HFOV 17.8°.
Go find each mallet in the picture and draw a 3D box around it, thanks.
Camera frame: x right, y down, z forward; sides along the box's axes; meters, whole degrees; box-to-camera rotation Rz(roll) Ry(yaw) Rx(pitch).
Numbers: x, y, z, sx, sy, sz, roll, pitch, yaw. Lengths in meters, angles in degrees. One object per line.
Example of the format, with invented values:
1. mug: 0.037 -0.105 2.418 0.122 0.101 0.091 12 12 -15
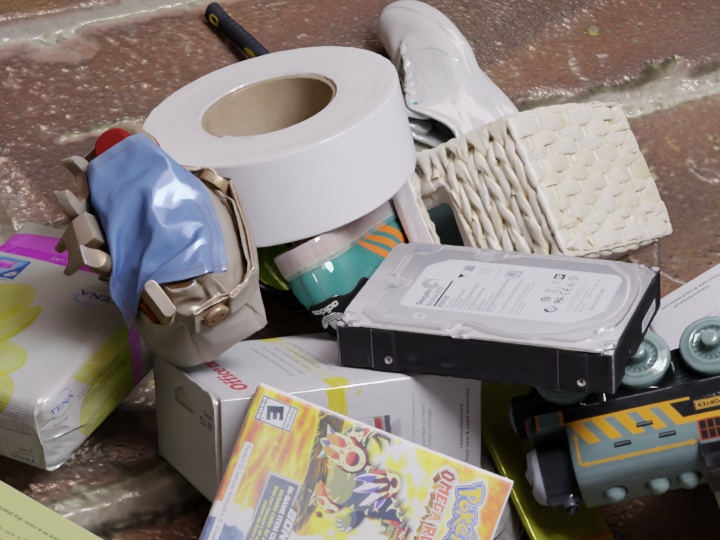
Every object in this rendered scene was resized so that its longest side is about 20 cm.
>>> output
1. mallet: -0.073 -0.183 1.980 0.041 0.066 0.200 -19 52 -31

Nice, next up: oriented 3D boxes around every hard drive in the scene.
1. hard drive: 0.098 0.030 1.611 0.199 0.038 0.140 5 27 21

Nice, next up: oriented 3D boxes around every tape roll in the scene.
1. tape roll: -0.062 -0.094 1.722 0.201 0.071 0.203 -11 28 6

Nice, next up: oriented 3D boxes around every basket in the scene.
1. basket: 0.136 -0.052 1.792 0.200 0.123 0.136 -12 77 -56

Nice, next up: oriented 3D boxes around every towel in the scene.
1. towel: 0.141 0.167 1.644 0.086 0.018 0.201 -3 61 -50

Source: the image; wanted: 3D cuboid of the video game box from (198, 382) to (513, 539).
1. video game box: -0.018 0.198 1.508 0.181 0.047 0.201 21 86 -2

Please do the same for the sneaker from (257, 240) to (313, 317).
1. sneaker: -0.100 -0.036 1.795 0.199 0.071 0.083 36 5 19

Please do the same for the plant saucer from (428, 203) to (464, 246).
1. plant saucer: 0.050 -0.024 1.869 0.200 0.039 0.202 9 43 -9

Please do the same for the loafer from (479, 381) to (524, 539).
1. loafer: 0.102 0.139 1.702 0.070 0.070 0.200 49 33 -19

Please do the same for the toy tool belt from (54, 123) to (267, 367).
1. toy tool belt: -0.148 -0.035 1.574 0.125 0.123 0.200 -35 63 10

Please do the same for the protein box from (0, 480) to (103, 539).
1. protein box: -0.225 0.263 1.404 0.198 0.135 0.200 28 43 11

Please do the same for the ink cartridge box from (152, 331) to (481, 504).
1. ink cartridge box: -0.033 0.100 1.635 0.199 0.084 0.145 -5 14 -22

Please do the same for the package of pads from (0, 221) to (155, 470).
1. package of pads: -0.228 0.052 1.653 0.154 0.068 0.200 14 39 25

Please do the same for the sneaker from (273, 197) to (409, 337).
1. sneaker: 0.000 0.000 1.741 0.080 0.071 0.200 64 26 -2

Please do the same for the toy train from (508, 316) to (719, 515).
1. toy train: 0.204 0.105 1.610 0.199 0.085 0.114 -12 54 7

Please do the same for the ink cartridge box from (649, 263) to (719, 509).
1. ink cartridge box: 0.304 0.114 1.716 0.144 0.084 0.201 41 25 -41

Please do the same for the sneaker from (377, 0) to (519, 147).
1. sneaker: 0.059 -0.157 1.996 0.088 0.075 0.200 -25 57 -22
